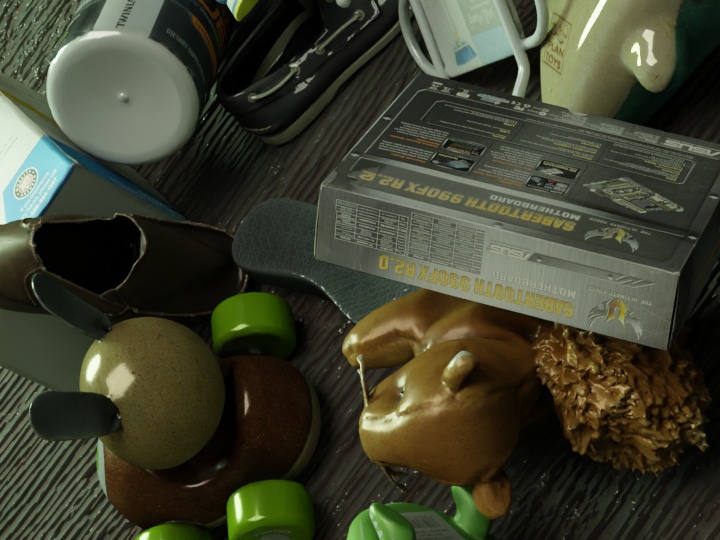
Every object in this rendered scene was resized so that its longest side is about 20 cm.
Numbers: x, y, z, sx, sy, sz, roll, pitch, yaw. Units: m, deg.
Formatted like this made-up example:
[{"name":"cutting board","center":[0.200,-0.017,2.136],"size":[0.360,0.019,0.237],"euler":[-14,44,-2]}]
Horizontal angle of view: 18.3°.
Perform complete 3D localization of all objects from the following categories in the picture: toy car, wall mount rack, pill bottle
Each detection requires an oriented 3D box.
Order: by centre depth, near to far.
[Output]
[{"name":"wall mount rack","center":[0.051,-0.121,1.370],"size":[0.200,0.074,0.175],"euler":[-10,101,69]},{"name":"toy car","center":[-0.137,0.085,1.374],"size":[0.157,0.200,0.165],"euler":[-26,54,28]},{"name":"pill bottle","center":[-0.143,-0.167,1.536],"size":[0.106,0.106,0.200],"euler":[-29,26,27]}]

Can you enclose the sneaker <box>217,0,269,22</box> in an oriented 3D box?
[{"name":"sneaker","center":[-0.075,-0.228,1.499],"size":[0.074,0.082,0.200],"euler":[-54,2,16]}]

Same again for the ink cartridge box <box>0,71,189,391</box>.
[{"name":"ink cartridge box","center":[-0.235,-0.033,1.554],"size":[0.148,0.144,0.200],"euler":[-54,46,6]}]

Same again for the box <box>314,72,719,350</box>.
[{"name":"box","center":[0.095,-0.036,1.213],"size":[0.199,0.158,0.049],"euler":[14,122,16]}]

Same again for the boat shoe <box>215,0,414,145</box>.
[{"name":"boat shoe","center":[-0.021,-0.175,1.497],"size":[0.200,0.063,0.073],"euler":[-50,46,9]}]

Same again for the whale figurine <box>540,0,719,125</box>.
[{"name":"whale figurine","center":[0.163,-0.134,1.313],"size":[0.159,0.103,0.201],"euler":[-133,55,-62]}]

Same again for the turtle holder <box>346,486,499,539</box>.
[{"name":"turtle holder","center":[0.058,0.213,1.211],"size":[0.185,0.141,0.132],"euler":[30,109,6]}]

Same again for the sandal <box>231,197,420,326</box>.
[{"name":"sandal","center":[0.000,-0.001,1.414],"size":[0.200,0.043,0.076],"euler":[25,76,46]}]

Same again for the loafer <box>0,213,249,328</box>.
[{"name":"loafer","center":[-0.148,0.000,1.431],"size":[0.071,0.199,0.073],"euler":[-19,75,52]}]

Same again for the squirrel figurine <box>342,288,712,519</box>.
[{"name":"squirrel figurine","center":[0.088,0.051,1.208],"size":[0.199,0.187,0.142],"euler":[-4,107,13]}]
